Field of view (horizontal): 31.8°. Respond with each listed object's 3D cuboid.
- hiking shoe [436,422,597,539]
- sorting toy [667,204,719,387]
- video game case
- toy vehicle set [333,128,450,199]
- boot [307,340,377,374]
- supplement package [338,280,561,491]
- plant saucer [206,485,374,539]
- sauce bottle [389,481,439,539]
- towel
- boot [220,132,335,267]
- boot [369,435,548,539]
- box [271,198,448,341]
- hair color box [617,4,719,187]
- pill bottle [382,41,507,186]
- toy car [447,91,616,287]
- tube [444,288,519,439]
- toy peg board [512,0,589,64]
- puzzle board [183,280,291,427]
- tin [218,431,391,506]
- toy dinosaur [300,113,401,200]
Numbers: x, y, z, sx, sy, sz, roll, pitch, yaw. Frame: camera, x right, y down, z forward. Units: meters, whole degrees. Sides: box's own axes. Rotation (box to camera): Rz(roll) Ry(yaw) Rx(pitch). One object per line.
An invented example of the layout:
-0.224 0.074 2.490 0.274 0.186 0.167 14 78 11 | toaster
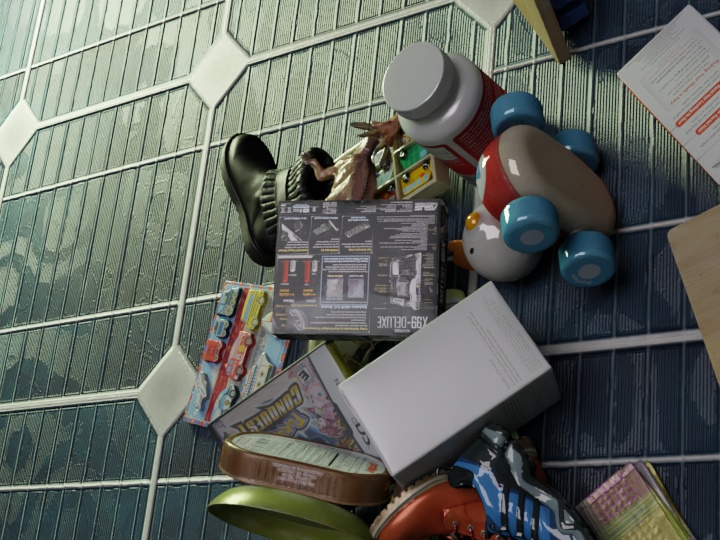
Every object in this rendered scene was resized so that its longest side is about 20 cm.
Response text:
0.169 0.252 1.269 0.087 0.074 0.200 -41 64 1 | hiking shoe
0.425 0.013 1.221 0.198 0.069 0.201 -29 55 26 | sorting toy
-0.065 0.211 1.506 0.199 0.025 0.182 -35 82 22 | video game case
0.030 -0.119 1.607 0.199 0.026 0.126 -32 52 39 | toy vehicle set
0.016 0.078 1.529 0.153 0.072 0.203 -16 61 30 | boot
0.097 0.130 1.351 0.199 0.121 0.120 -34 65 -1 | supplement package
-0.073 0.278 1.417 0.198 0.200 0.031 -3 62 38 | plant saucer
0.061 0.274 1.407 0.064 0.064 0.203 2 71 40 | sauce bottle
0.247 0.302 1.269 0.200 0.023 0.144 -45 50 16 | towel
-0.105 -0.127 1.688 0.158 0.079 0.213 -44 56 42 | boot
0.111 0.261 1.328 0.198 0.075 0.108 -23 65 -4 | boot
0.000 0.000 1.458 0.197 0.050 0.160 -1 78 13 | box
0.377 -0.178 1.351 0.111 0.064 0.201 -43 48 14 | hair color box
0.115 -0.181 1.474 0.111 0.199 0.114 -17 61 32 | pill bottle
0.164 -0.054 1.412 0.199 0.176 0.186 -37 40 36 | toy car
0.120 0.120 1.441 0.058 0.051 0.202 -55 42 49 | tube
0.209 -0.391 1.506 0.097 0.200 0.200 -31 52 6 | toy peg board
-0.159 0.115 1.690 0.149 0.017 0.203 5 75 41 | puzzle board
-0.061 0.221 1.421 0.197 0.112 0.043 11 100 9 | tin
-0.004 -0.105 1.544 0.135 0.085 0.203 -29 49 45 | toy dinosaur
